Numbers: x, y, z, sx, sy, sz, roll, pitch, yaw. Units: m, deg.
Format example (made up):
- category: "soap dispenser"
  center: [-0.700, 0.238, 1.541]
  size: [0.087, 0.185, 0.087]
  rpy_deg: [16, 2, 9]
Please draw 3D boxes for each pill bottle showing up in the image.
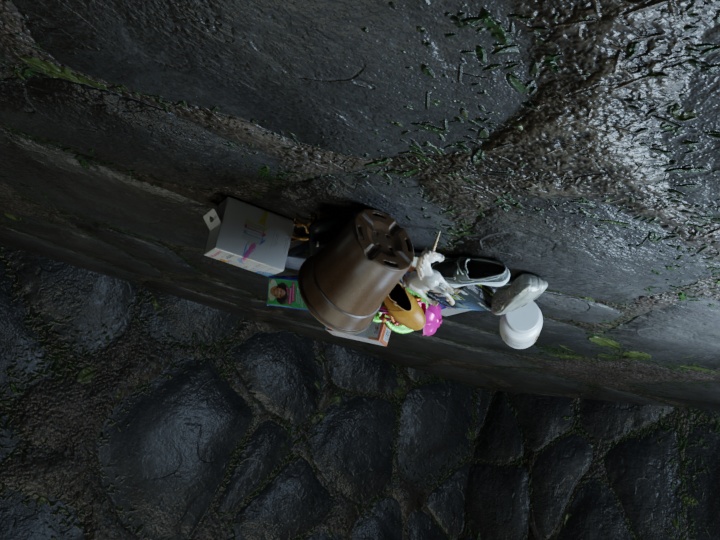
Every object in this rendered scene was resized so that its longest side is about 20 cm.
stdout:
- category: "pill bottle"
  center: [0.434, 0.139, 1.697]
  size: [0.112, 0.117, 0.200]
  rpy_deg: [9, 166, 14]

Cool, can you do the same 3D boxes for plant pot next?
- category: "plant pot"
  center: [-0.001, -0.008, 1.301]
  size: [0.197, 0.204, 0.199]
  rpy_deg: [20, 134, -26]

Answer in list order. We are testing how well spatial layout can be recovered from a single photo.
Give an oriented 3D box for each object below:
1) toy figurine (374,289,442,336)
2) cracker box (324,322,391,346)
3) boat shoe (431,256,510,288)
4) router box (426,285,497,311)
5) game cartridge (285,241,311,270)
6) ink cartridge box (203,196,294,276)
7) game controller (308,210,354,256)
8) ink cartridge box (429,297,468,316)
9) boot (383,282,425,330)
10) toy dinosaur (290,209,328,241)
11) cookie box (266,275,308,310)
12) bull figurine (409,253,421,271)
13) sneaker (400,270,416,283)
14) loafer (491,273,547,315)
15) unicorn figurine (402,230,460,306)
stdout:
- category: "toy figurine"
  center: [0.136, 0.114, 1.694]
  size: [0.195, 0.154, 0.183]
  rpy_deg: [1, -173, -21]
- category: "cracker box"
  center: [0.004, 0.136, 1.851]
  size: [0.196, 0.137, 0.058]
  rpy_deg: [8, 161, 33]
- category: "boat shoe"
  center: [0.243, -0.005, 1.439]
  size: [0.195, 0.074, 0.071]
  rpy_deg: [-2, 155, 14]
- category: "router box"
  center: [0.251, 0.047, 1.618]
  size: [0.147, 0.064, 0.199]
  rpy_deg: [1, 161, 38]
- category: "game cartridge"
  center: [-0.099, -0.033, 1.550]
  size: [0.196, 0.042, 0.133]
  rpy_deg: [5, -155, 30]
- category: "ink cartridge box"
  center: [-0.276, -0.080, 1.487]
  size: [0.196, 0.128, 0.128]
  rpy_deg: [18, 166, -23]
- category: "game controller"
  center: [-0.066, -0.077, 1.403]
  size: [0.102, 0.043, 0.201]
  rpy_deg: [-7, 161, -7]
- category: "ink cartridge box"
  center: [0.260, 0.103, 1.892]
  size: [0.093, 0.038, 0.200]
  rpy_deg: [18, 168, -13]
- category: "boot"
  center: [0.099, 0.082, 1.467]
  size: [0.202, 0.071, 0.144]
  rpy_deg: [48, 178, -16]
- category: "toy dinosaur"
  center: [-0.105, -0.083, 1.452]
  size: [0.103, 0.062, 0.200]
  rpy_deg: [11, 167, 1]
- category: "cookie box"
  center: [-0.108, 0.056, 1.572]
  size: [0.196, 0.077, 0.170]
  rpy_deg: [4, -177, 29]
- category: "bull figurine"
  center: [0.071, -0.037, 1.457]
  size: [0.195, 0.067, 0.122]
  rpy_deg: [6, 159, 3]
- category: "sneaker"
  center: [0.112, 0.028, 1.563]
  size: [0.196, 0.070, 0.110]
  rpy_deg: [15, 129, 16]
- category: "loafer"
  center: [0.381, 0.065, 1.523]
  size: [0.068, 0.072, 0.200]
  rpy_deg: [9, 159, -14]
- category: "unicorn figurine"
  center: [0.154, 0.018, 1.387]
  size: [0.136, 0.075, 0.199]
  rpy_deg: [36, 144, -16]
